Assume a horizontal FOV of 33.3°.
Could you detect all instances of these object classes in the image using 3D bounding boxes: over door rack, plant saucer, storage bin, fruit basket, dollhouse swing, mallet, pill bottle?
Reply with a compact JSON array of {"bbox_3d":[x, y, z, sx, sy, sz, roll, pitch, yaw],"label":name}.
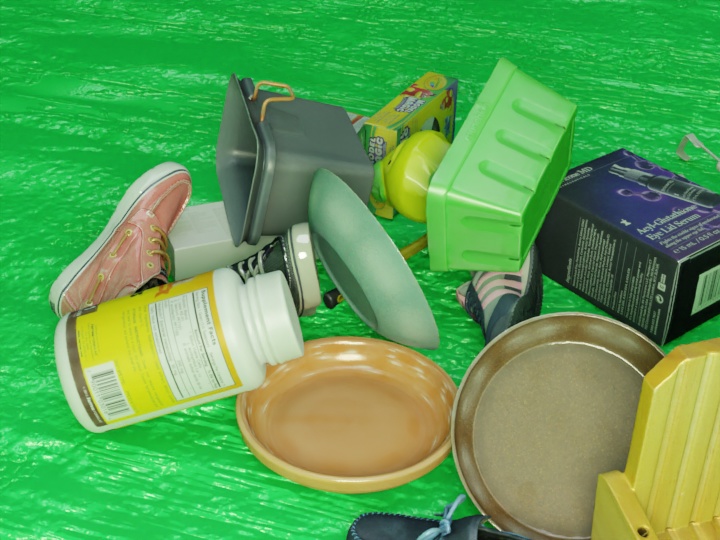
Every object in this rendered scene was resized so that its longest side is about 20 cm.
[{"bbox_3d":[0.406,-0.112,1.437,0.147,0.067,0.200,-16,37,-27],"label":"over door rack"},{"bbox_3d":[0.000,0.000,1.116,0.039,0.201,0.201,-34,42,-11],"label":"plant saucer"},{"bbox_3d":[-0.068,-0.122,1.276,0.134,0.146,0.200,4,31,-19],"label":"storage bin"},{"bbox_3d":[-0.010,0.130,1.059,0.199,0.038,0.200,1,33,-1],"label":"plant saucer"},{"bbox_3d":[0.098,-0.105,1.225,0.214,0.156,0.216,-2,53,3],"label":"fruit basket"},{"bbox_3d":[0.293,0.165,0.855,0.199,0.176,0.182,-8,49,-18],"label":"dollhouse swing"},{"bbox_3d":[0.173,0.135,0.979,0.199,0.035,0.201,-1,72,4],"label":"plant saucer"},{"bbox_3d":[0.041,-0.005,1.282,0.200,0.066,0.041,-37,44,-25],"label":"mallet"},{"bbox_3d":[-0.154,0.064,1.042,0.199,0.110,0.109,-16,33,2],"label":"pill bottle"}]

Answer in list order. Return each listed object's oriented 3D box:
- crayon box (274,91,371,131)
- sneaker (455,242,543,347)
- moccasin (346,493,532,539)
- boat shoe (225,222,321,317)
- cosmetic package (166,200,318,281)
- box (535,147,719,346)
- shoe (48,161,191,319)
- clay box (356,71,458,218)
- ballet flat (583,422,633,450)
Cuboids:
[{"bbox_3d":[-0.053,-0.156,1.491,0.199,0.052,0.126,18,36,22],"label":"crayon box"},{"bbox_3d":[0.132,0.042,1.193,0.082,0.070,0.200,-6,26,19],"label":"sneaker"},{"bbox_3d":[0.087,0.209,0.909,0.199,0.068,0.081,9,33,11],"label":"moccasin"},{"bbox_3d":[-0.088,0.011,1.134,0.092,0.200,0.075,-8,74,-6],"label":"boat shoe"},{"bbox_3d":[-0.115,-0.040,1.305,0.199,0.051,0.083,-11,37,-19],"label":"cosmetic package"},{"bbox_3d":[0.295,-0.031,1.268,0.148,0.105,0.200,-23,41,-34],"label":"box"},{"bbox_3d":[-0.213,-0.016,1.199,0.091,0.072,0.200,27,67,27],"label":"shoe"},{"bbox_3d":[0.053,-0.145,1.421,0.047,0.115,0.200,16,35,22],"label":"clay box"},{"bbox_3d":[0.185,0.128,1.037,0.199,0.067,0.067,18,9,18],"label":"ballet flat"}]
